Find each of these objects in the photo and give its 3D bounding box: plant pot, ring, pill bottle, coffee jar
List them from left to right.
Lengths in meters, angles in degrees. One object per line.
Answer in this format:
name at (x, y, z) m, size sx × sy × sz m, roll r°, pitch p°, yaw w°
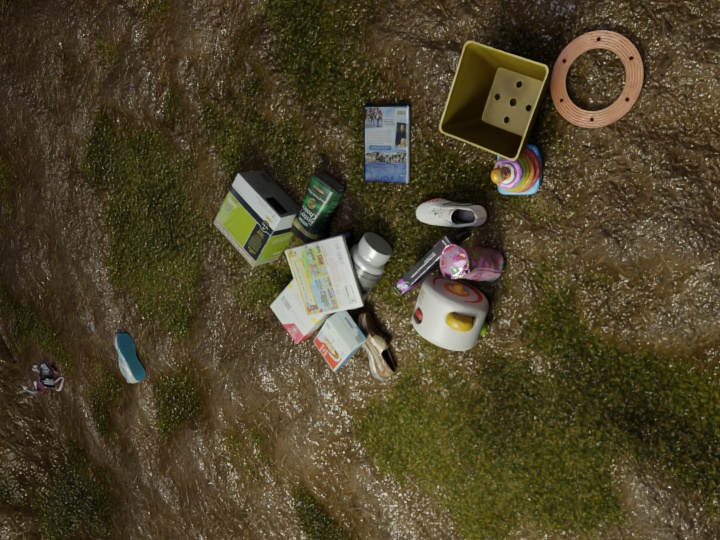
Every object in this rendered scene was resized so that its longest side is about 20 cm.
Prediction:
coffee jar at (-0.126, -0.172, 1.777) m, size 0.103 × 0.085 × 0.203 m, roll 35°, pitch 117°, yaw 17°
pill bottle at (0.000, 0.000, 1.723) m, size 0.114 × 0.113 × 0.202 m, roll 43°, pitch 120°, yaw 15°
plant pot at (0.323, -0.385, 1.400) m, size 0.197 × 0.175 × 0.205 m, roll 27°, pitch 114°, yaw 23°
ring at (0.521, -0.421, 1.364) m, size 0.196 × 0.019 × 0.207 m, roll 7°, pitch 105°, yaw 29°

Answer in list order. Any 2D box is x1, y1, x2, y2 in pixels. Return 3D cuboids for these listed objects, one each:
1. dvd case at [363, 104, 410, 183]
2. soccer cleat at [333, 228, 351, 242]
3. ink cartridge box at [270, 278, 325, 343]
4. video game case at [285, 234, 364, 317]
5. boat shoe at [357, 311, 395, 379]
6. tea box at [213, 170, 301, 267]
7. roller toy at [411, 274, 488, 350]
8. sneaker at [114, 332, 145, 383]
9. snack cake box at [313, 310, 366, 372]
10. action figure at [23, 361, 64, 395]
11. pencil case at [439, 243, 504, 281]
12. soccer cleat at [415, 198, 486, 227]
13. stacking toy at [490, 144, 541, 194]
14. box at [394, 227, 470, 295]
dvd case at (0.070, -0.340, 1.658) m, size 0.139 × 0.017 × 0.206 m, roll 8°, pitch 106°, yaw 30°
soccer cleat at (-0.092, -0.038, 1.757) m, size 0.199 × 0.068 × 0.074 m, roll -41°, pitch 92°, yaw -12°
ink cartridge box at (-0.157, 0.095, 1.849) m, size 0.200 × 0.083 × 0.146 m, roll -44°, pitch 77°, yaw 31°
video game case at (-0.098, 0.018, 1.687) m, size 0.178 × 0.023 × 0.205 m, roll -12°, pitch 105°, yaw 22°
boat shoe at (0.051, 0.211, 1.769) m, size 0.070 × 0.076 × 0.205 m, roll -14°, pitch 102°, yaw 29°
tea box at (-0.308, -0.158, 1.863) m, size 0.200 × 0.133 × 0.198 m, roll 45°, pitch 119°, yaw 15°
roller toy at (0.228, 0.100, 1.561) m, size 0.180 × 0.198 × 0.143 m, roll 29°, pitch 114°, yaw 28°
sneaker at (-0.906, 0.340, 2.379) m, size 0.080 × 0.076 × 0.205 m, roll -23°, pitch 87°, yaw 35°
snack cake box at (-0.062, 0.203, 1.782) m, size 0.116 × 0.067 × 0.201 m, roll 52°, pitch 152°, yaw 10°
action figure at (-1.391, 0.485, 2.717) m, size 0.146 × 0.137 × 0.200 m, roll 24°, pitch 137°, yaw -22°
pencil case at (0.273, -0.015, 1.501) m, size 0.086 × 0.197 × 0.090 m, roll -3°, pitch 86°, yaw 40°
soccer cleat at (0.224, -0.144, 1.569) m, size 0.195 × 0.085 × 0.071 m, roll 8°, pitch 106°, yaw 29°
stacking toy at (0.341, -0.226, 1.410) m, size 0.107 × 0.199 × 0.120 m, roll 3°, pitch 102°, yaw 30°
box at (0.186, -0.025, 1.586) m, size 0.036 × 0.142 × 0.200 m, roll 48°, pitch 121°, yaw 10°
